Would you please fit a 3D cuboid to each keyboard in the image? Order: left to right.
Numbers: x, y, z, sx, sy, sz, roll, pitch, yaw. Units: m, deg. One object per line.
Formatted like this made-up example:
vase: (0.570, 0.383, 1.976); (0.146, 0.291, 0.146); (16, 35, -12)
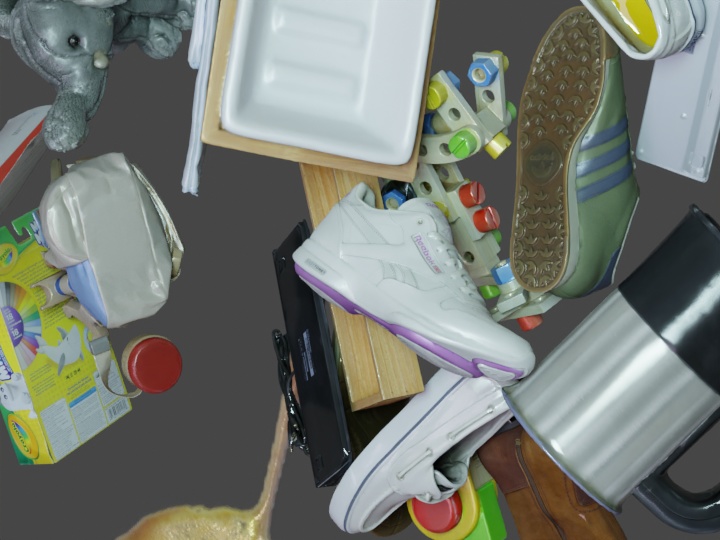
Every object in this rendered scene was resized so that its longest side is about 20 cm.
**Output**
keyboard: (-0.041, 0.073, 1.629); (0.127, 0.021, 0.201); (135, 128, -62)
keyboard: (0.230, -0.157, 1.408); (0.056, 0.011, 0.201); (25, 123, 28)

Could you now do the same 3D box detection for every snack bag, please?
snack bag: (-0.112, -0.179, 1.519); (0.021, 0.189, 0.201); (7, 115, -3)

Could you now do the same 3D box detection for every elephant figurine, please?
elephant figurine: (-0.216, -0.200, 1.560); (0.155, 0.200, 0.142); (23, 123, 24)

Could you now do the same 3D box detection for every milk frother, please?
milk frother: (0.207, 0.075, 1.360); (0.188, 0.200, 0.181); (-46, 70, 8)

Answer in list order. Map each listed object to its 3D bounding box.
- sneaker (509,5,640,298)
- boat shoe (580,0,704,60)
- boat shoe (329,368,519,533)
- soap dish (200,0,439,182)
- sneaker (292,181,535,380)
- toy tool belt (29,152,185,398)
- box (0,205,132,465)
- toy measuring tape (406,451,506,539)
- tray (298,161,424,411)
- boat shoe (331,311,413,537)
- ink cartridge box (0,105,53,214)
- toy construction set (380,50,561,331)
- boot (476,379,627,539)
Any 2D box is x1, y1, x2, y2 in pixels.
sneaker: (0.158, -0.077, 1.454); (0.067, 0.090, 0.201); (5, 83, 40)
boat shoe: (0.145, -0.223, 1.380); (0.075, 0.086, 0.202); (-34, 86, 38)
boat shoe: (0.053, 0.141, 1.556); (0.200, 0.072, 0.066); (-49, 66, 23)
soap dish: (-0.027, -0.171, 1.447); (0.081, 0.157, 0.201); (173, 106, -71)
sneaker: (0.046, 0.004, 1.432); (0.200, 0.075, 0.100); (31, 83, 29)
toy tool belt: (-0.209, 0.002, 1.721); (0.123, 0.124, 0.201); (5, 115, 66)
box: (-0.273, 0.052, 1.769); (0.048, 0.117, 0.201); (-5, 108, 34)
toy measuring tape: (0.061, 0.141, 1.625); (0.073, 0.073, 0.201); (-13, 95, 37)
tray: (0.000, 0.000, 1.547); (0.099, 0.037, 0.201); (147, 113, -74)
boat shoe: (-0.001, 0.111, 1.645); (0.066, 0.074, 0.201); (18, 116, 54)
ink cartridge box: (-0.296, -0.088, 1.690); (0.057, 0.163, 0.200); (34, 128, -3)
toy construction set: (0.082, -0.049, 1.510); (0.131, 0.092, 0.201); (-20, 89, 38)
boot: (0.178, 0.173, 1.557); (0.188, 0.068, 0.201); (-14, 104, 37)
